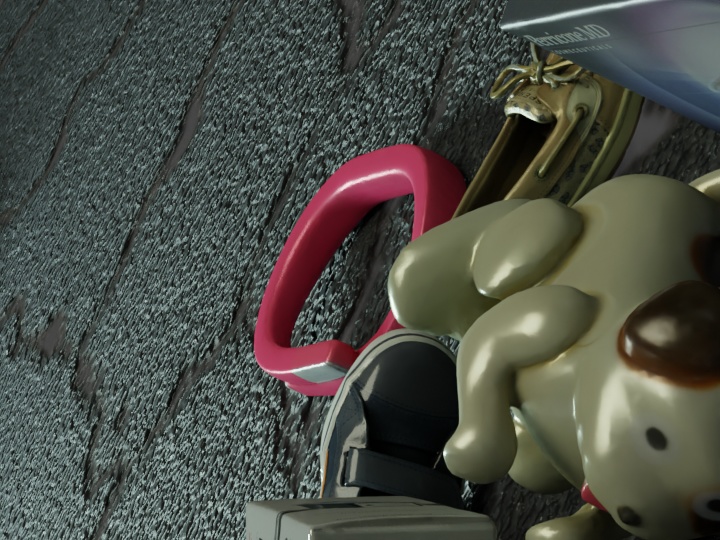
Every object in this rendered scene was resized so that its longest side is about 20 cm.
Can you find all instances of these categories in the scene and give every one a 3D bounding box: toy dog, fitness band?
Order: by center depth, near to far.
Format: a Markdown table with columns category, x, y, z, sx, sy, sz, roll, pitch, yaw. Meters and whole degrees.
| category | x | y | z | sx | sy | sz | roll | pitch | yaw |
| --- | --- | --- | --- | --- | --- | --- | --- | --- | --- |
| toy dog | 0.125 | 0.046 | 1.240 | 0.193 | 0.140 | 0.200 | -28 | 22 | -2 |
| fitness band | 0.000 | 0.000 | 1.718 | 0.200 | 0.037 | 0.144 | -10 | 56 | 65 |

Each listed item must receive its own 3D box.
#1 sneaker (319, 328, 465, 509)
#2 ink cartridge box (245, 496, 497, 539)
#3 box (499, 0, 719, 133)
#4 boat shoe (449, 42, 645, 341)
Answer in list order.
| category | x | y | z | sx | sy | sz | roll | pitch | yaw |
| --- | --- | --- | --- | --- | --- | --- | --- | --- | --- |
| sneaker | 0.012 | 0.132 | 1.475 | 0.079 | 0.078 | 0.201 | -138 | 62 | -74 |
| ink cartridge box | 0.003 | 0.177 | 1.323 | 0.200 | 0.085 | 0.148 | 171 | 98 | -78 |
| box | 0.188 | -0.110 | 1.120 | 0.200 | 0.197 | 0.124 | -1 | 66 | 69 |
| boat shoe | 0.088 | -0.056 | 1.510 | 0.073 | 0.062 | 0.201 | -3 | 64 | 69 |
